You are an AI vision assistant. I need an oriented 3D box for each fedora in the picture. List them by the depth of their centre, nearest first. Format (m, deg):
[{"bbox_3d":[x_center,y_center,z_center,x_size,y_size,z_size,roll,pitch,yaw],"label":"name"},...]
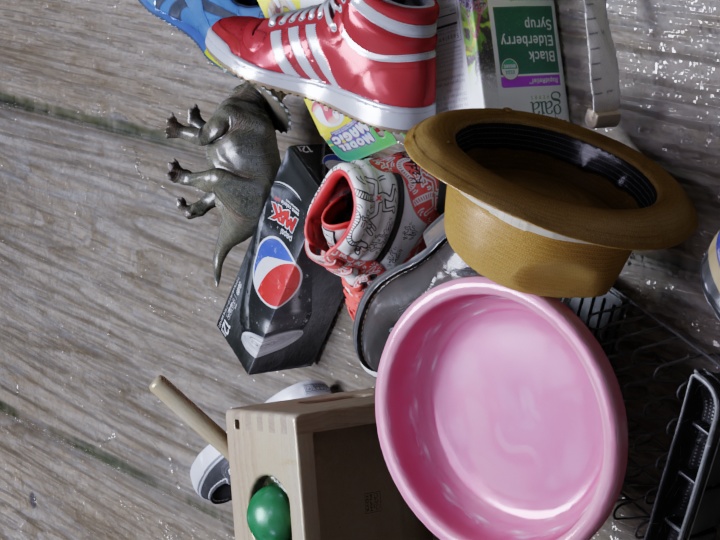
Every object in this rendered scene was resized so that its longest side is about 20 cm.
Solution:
[{"bbox_3d":[0.118,-0.038,1.454,0.201,0.200,0.082,41,127,45],"label":"fedora"}]

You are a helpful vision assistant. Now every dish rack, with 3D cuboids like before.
[{"bbox_3d":[0.181,0.098,1.505,0.200,0.055,0.154,40,126,46],"label":"dish rack"}]

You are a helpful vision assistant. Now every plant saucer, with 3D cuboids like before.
[{"bbox_3d":[0.101,0.099,1.497,0.200,0.051,0.201,10,106,37],"label":"plant saucer"}]

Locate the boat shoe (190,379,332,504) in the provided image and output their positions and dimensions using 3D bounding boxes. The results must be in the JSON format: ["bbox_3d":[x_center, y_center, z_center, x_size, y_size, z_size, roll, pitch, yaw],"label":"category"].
[{"bbox_3d":[-0.078,0.164,1.887,0.200,0.070,0.066,-40,61,42],"label":"boat shoe"}]

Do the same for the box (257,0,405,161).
[{"bbox_3d":[-0.009,-0.187,1.639,0.117,0.048,0.200,-19,96,42],"label":"box"}]

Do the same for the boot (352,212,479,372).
[{"bbox_3d":[0.070,0.062,1.613,0.200,0.069,0.174,-54,39,38],"label":"boot"}]

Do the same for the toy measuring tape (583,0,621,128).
[{"bbox_3d":[0.139,-0.193,1.509,0.074,0.074,0.200,-8,88,56],"label":"toy measuring tape"}]

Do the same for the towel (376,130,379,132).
[{"bbox_3d":[0.003,-0.203,1.667,0.145,0.022,0.200,-18,99,42],"label":"towel"}]

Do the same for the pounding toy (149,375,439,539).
[{"bbox_3d":[-0.037,0.164,1.702,0.142,0.200,0.184,-1,94,56],"label":"pounding toy"}]

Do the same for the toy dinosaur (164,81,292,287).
[{"bbox_3d":[-0.102,-0.084,1.802,0.102,0.077,0.200,6,91,18],"label":"toy dinosaur"}]

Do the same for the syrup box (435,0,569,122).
[{"bbox_3d":[0.086,-0.185,1.577,0.081,0.079,0.200,-11,86,55],"label":"syrup box"}]

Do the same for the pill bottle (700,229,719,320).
[{"bbox_3d":[0.290,-0.042,1.275,0.112,0.112,0.200,60,139,30],"label":"pill bottle"}]

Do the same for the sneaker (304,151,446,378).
[{"bbox_3d":[0.000,-0.001,1.705,0.067,0.108,0.202,46,131,42],"label":"sneaker"}]

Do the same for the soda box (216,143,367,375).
[{"bbox_3d":[-0.049,-0.009,1.806,0.063,0.071,0.200,54,135,35],"label":"soda box"}]

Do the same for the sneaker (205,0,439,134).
[{"bbox_3d":[-0.024,-0.179,1.578,0.200,0.071,0.113,22,119,30],"label":"sneaker"}]

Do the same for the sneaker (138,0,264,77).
[{"bbox_3d":[-0.126,-0.234,1.898,0.200,0.066,0.079,40,116,45],"label":"sneaker"}]
